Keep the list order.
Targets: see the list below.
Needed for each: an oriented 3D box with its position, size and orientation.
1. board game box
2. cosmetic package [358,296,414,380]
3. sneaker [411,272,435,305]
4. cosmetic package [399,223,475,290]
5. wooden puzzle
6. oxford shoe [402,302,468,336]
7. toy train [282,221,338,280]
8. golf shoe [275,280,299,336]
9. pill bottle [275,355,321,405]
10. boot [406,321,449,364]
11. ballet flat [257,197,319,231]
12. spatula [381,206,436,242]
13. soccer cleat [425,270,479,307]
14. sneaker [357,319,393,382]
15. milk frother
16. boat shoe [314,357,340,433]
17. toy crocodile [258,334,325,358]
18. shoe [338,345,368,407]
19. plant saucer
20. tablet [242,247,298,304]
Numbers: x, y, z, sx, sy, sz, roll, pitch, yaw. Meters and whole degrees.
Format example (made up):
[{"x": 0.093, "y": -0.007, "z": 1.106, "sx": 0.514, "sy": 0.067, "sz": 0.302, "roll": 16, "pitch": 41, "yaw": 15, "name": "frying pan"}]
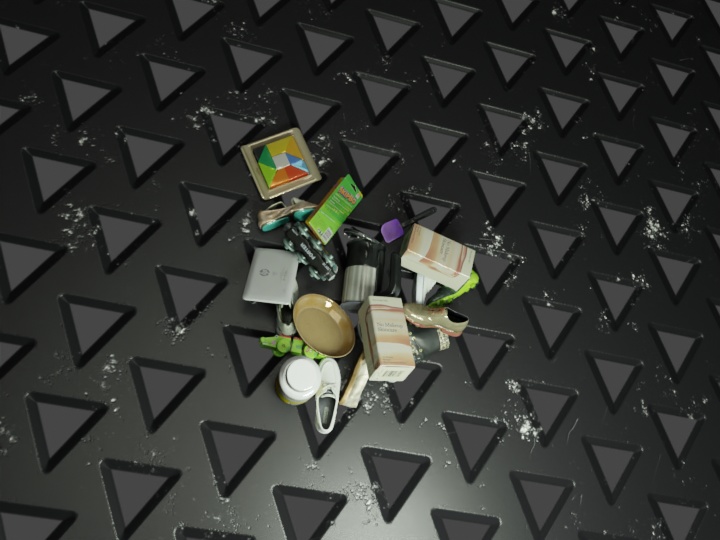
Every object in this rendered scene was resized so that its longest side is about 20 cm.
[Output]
[{"x": -0.074, "y": -0.182, "z": 1.790, "sx": 0.201, "sy": 0.030, "sz": 0.096, "roll": -52, "pitch": 130, "yaw": -19, "name": "board game box"}, {"x": 0.065, "y": 0.175, "z": 1.582, "sx": 0.102, "sy": 0.088, "sz": 0.202, "roll": 4, "pitch": 54, "yaw": -22, "name": "cosmetic package"}, {"x": 0.194, "y": 0.024, "z": 1.787, "sx": 0.070, "sy": 0.073, "sz": 0.203, "roll": 11, "pitch": 71, "yaw": -5, "name": "sneaker"}, {"x": 0.216, "y": -0.039, "z": 1.741, "sx": 0.198, "sy": 0.087, "sz": 0.104, "roll": 23, "pitch": 57, "yaw": -9, "name": "cosmetic package"}, {"x": -0.236, "y": -0.324, "z": 1.822, "sx": 0.198, "sy": 0.037, "sz": 0.187, "roll": -22, "pitch": 78, "yaw": -18, "name": "wooden puzzle"}, {"x": 0.207, "y": 0.119, "z": 1.699, "sx": 0.198, "sy": 0.075, "sz": 0.071, "roll": 16, "pitch": 49, "yaw": -13, "name": "oxford shoe"}, {"x": -0.138, "y": -0.055, "z": 1.719, "sx": 0.085, "sy": 0.114, "sz": 0.200, "roll": -43, "pitch": 88, "yaw": 9, "name": "toy train"}, {"x": -0.201, "y": 0.076, "z": 1.673, "sx": 0.077, "sy": 0.097, "sz": 0.203, "roll": -6, "pitch": 73, "yaw": -12, "name": "golf shoe"}, {"x": -0.160, "y": 0.281, "z": 1.561, "sx": 0.108, "sy": 0.200, "sz": 0.111, "roll": 4, "pitch": 72, "yaw": -11, "name": "pill bottle"}, {"x": 0.152, "y": 0.161, "z": 1.741, "sx": 0.152, "sy": 0.074, "sz": 0.205, "roll": -19, "pitch": 75, "yaw": -23, "name": "boot"}, {"x": -0.205, "y": -0.174, "z": 1.768, "sx": 0.198, "sy": 0.068, "sz": 0.068, "roll": -16, "pitch": 70, "yaw": -18, "name": "ballet flat"}, {"x": 0.152, "y": -0.150, "z": 1.859, "sx": 0.199, "sy": 0.021, "sz": 0.057, "roll": -27, "pitch": 93, "yaw": -21, "name": "spatula"}, {"x": 0.262, "y": 0.049, "z": 1.805, "sx": 0.199, "sy": 0.068, "sz": 0.081, "roll": -27, "pitch": 70, "yaw": -25, "name": "soccer cleat"}, {"x": 0.064, "y": 0.207, "z": 1.682, "sx": 0.070, "sy": 0.109, "sz": 0.201, "roll": -27, "pitch": 80, "yaw": -19, "name": "sneaker"}, {"x": 0.000, "y": 0.000, "z": 1.677, "sx": 0.199, "sy": 0.179, "sz": 0.191, "roll": 23, "pitch": 64, "yaw": -40, "name": "milk frother"}, {"x": -0.085, "y": 0.331, "z": 1.631, "sx": 0.073, "sy": 0.065, "sz": 0.203, "roll": 2, "pitch": 75, "yaw": -11, "name": "boat shoe"}, {"x": -0.177, "y": 0.206, "z": 1.653, "sx": 0.197, "sy": 0.068, "sz": 0.063, "roll": 13, "pitch": 67, "yaw": -11, "name": "toy crocodile"}, {"x": 0.002, "y": 0.277, "z": 1.651, "sx": 0.053, "sy": 0.070, "sz": 0.202, "roll": 24, "pitch": 94, "yaw": -4, "name": "shoe"}, {"x": -0.105, "y": 0.156, "z": 1.662, "sx": 0.199, "sy": 0.035, "sz": 0.202, "roll": 26, "pitch": 40, "yaw": -24, "name": "plant saucer"}, {"x": -0.242, "y": 0.012, "z": 1.672, "sx": 0.128, "sy": 0.014, "sz": 0.201, "roll": 6, "pitch": 43, "yaw": -1, "name": "tablet"}]
